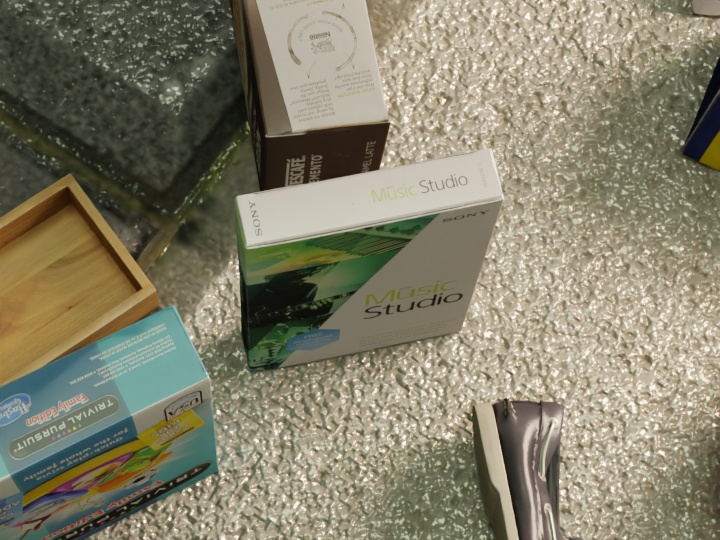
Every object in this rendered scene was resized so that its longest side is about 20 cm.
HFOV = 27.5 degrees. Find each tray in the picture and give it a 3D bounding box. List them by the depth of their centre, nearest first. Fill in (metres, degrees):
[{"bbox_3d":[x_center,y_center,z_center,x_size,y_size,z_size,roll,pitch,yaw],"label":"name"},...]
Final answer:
[{"bbox_3d":[-0.237,0.036,0.922,0.199,0.037,0.099,-35,76,-15],"label":"tray"}]

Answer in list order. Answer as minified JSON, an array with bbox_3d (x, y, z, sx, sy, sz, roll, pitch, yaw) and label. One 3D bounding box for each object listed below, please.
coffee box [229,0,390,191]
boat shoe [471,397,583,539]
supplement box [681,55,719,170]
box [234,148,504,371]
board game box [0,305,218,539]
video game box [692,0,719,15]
[{"bbox_3d":[-0.040,-0.157,0.966,0.079,0.114,0.201,-8,69,-7],"label":"coffee box"},{"bbox_3d":[0.114,0.169,0.876,0.062,0.073,0.201,-9,66,-4],"label":"boat shoe"},{"bbox_3d":[0.334,-0.105,0.975,0.199,0.110,0.109,23,69,5],"label":"supplement box"},{"bbox_3d":[0.000,0.000,0.863,0.143,0.200,0.037,-11,67,-8],"label":"box"},{"bbox_3d":[-0.156,0.103,0.813,0.150,0.200,0.047,-26,73,-13],"label":"board game box"},{"bbox_3d":[0.339,-0.270,1.073,0.198,0.047,0.183,2,67,-3],"label":"video game box"}]
